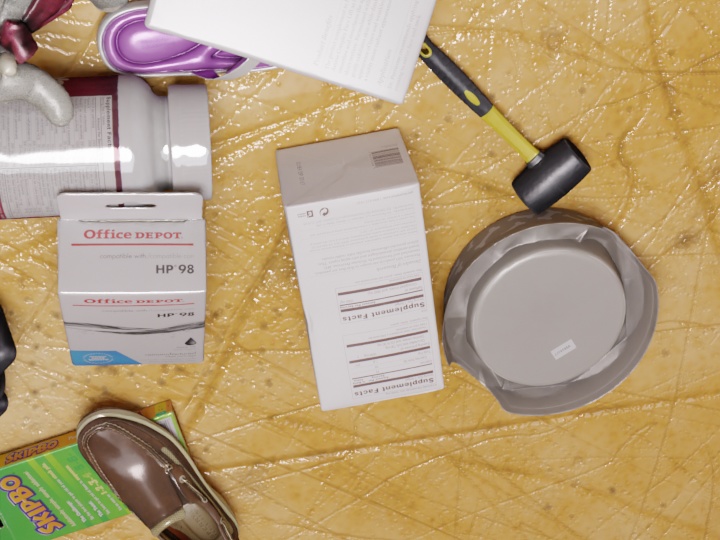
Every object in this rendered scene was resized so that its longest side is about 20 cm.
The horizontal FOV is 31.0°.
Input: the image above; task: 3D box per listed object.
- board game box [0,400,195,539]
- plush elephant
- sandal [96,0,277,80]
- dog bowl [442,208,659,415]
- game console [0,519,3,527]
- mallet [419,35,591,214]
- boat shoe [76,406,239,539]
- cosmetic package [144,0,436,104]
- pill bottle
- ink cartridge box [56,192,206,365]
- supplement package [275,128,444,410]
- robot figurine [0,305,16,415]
[{"bbox_3d":[-0.257,0.194,1.210,0.199,0.030,0.096,-19,120,-6],"label":"board game box"},{"bbox_3d":[-0.252,-0.166,0.900,0.199,0.165,0.156,6,87,-21],"label":"plush elephant"},{"bbox_3d":[-0.105,-0.184,1.018,0.202,0.050,0.083,-14,120,-1],"label":"sandal"},{"bbox_3d":[0.166,0.034,1.176,0.199,0.059,0.201,-4,120,-6],"label":"dog bowl"},{"bbox_3d":[-0.432,0.312,1.207,0.199,0.171,0.118,15,142,-16],"label":"game console"},{"bbox_3d":[0.104,-0.123,1.097,0.200,0.041,0.066,34,111,-19],"label":"mallet"},{"bbox_3d":[-0.176,0.203,1.177,0.075,0.075,0.202,-40,119,9],"label":"boat shoe"},{"bbox_3d":[-0.050,-0.200,0.957,0.199,0.074,0.102,17,101,-10],"label":"cosmetic package"},{"bbox_3d":[-0.217,-0.097,1.014,0.199,0.110,0.110,-3,119,-7],"label":"pill bottle"},{"bbox_3d":[-0.182,0.012,1.044,0.115,0.067,0.200,-1,156,-8],"label":"ink cartridge box"},{"bbox_3d":[0.000,0.000,1.100,0.109,0.114,0.201,-10,121,-2],"label":"supplement package"},{"bbox_3d":[-0.380,0.102,1.088,0.200,0.125,0.150,-40,104,13],"label":"robot figurine"}]
